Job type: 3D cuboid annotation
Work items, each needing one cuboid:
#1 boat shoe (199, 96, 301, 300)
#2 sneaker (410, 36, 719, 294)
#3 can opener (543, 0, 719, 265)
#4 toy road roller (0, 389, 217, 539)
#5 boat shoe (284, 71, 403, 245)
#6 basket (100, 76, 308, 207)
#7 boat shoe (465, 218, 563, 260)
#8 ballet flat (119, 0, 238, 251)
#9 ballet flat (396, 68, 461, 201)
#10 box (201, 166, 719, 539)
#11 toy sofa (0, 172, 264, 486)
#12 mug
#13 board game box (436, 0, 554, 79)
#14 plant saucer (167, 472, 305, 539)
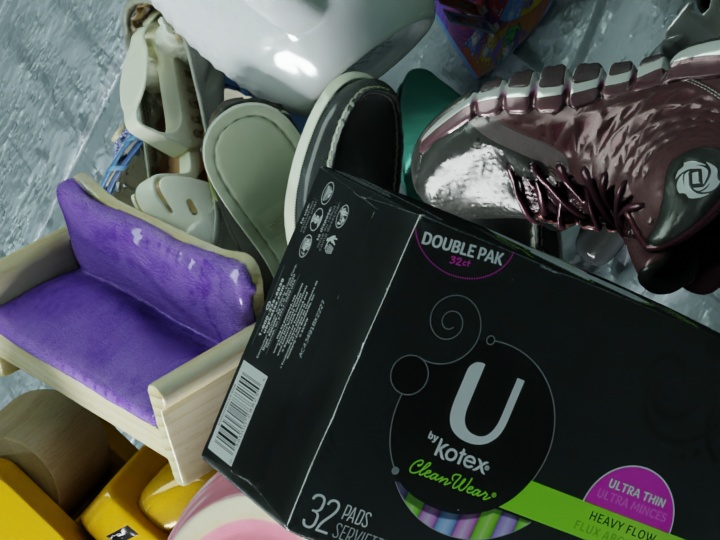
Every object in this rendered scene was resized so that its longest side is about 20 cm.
[{"bbox_3d":[-0.025,-0.002,1.598,0.071,0.202,0.061,-25,14,-2],"label":"boat shoe"},{"bbox_3d":[0.109,-0.034,1.364,0.199,0.076,0.116,-16,50,26],"label":"sneaker"},{"bbox_3d":[0.161,-0.091,1.434,0.200,0.053,0.067,-53,-3,31],"label":"can opener"},{"bbox_3d":[-0.112,0.127,1.623,0.146,0.200,0.123,-49,0,24],"label":"toy road roller"},{"bbox_3d":[0.000,0.000,1.527,0.067,0.072,0.201,10,94,47],"label":"boat shoe"},{"bbox_3d":[-0.079,-0.039,1.749,0.176,0.139,0.201,-50,27,33],"label":"basket"},{"bbox_3d":[0.059,0.022,1.465,0.060,0.073,0.201,71,-153,-79],"label":"boat shoe"},{"bbox_3d":[-0.102,-0.059,1.641,0.067,0.063,0.201,-21,70,43],"label":"ballet flat"},{"bbox_3d":[0.060,-0.032,1.564,0.070,0.067,0.201,-28,47,34],"label":"ballet flat"},{"bbox_3d":[0.059,0.064,1.316,0.149,0.199,0.124,-67,24,3],"label":"box"},{"bbox_3d":[-0.127,0.028,1.601,0.200,0.083,0.098,26,138,48],"label":"toy sofa"},{"bbox_3d":[-0.053,-0.176,1.571,0.147,0.176,0.200,-39,-7,13],"label":"mug"},{"bbox_3d":[0.071,-0.209,1.698,0.158,0.039,0.200,-59,27,19],"label":"board game box"},{"bbox_3d":[-0.038,0.186,1.489,0.200,0.051,0.202,-3,86,39],"label":"plant saucer"}]
